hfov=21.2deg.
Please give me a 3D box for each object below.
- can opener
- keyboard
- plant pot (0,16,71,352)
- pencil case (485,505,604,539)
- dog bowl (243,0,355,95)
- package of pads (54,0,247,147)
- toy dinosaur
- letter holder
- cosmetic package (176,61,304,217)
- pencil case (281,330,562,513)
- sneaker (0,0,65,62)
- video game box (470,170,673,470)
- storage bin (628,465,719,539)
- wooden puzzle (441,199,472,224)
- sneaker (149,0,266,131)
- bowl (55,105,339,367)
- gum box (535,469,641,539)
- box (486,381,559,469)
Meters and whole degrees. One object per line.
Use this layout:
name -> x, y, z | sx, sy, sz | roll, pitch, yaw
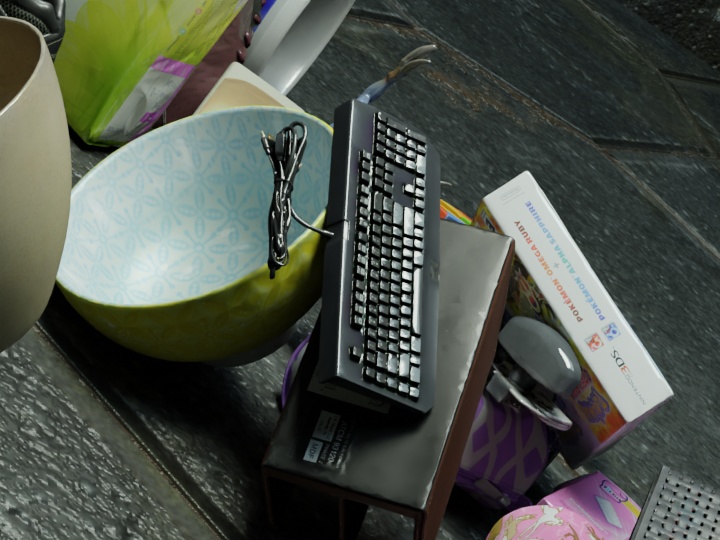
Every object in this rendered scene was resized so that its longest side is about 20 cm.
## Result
can opener -> 0.096, 0.042, 1.339 | 0.053, 0.067, 0.200 | 27, 15, -35
keyboard -> -0.005, -0.019, 1.137 | 0.126, 0.021, 0.201 | 20, 52, -24
plant pot -> -0.231, -0.024, 1.002 | 0.201, 0.199, 0.135 | -105, 175, -60
pencil case -> 0.095, 0.211, 1.160 | 0.082, 0.087, 0.200 | 30, 19, 6
dog bowl -> -0.075, -0.222, 1.647 | 0.079, 0.201, 0.200 | 36, 19, 5
package of pads -> -0.174, -0.207, 1.437 | 0.155, 0.200, 0.068 | 46, 19, 22
toy dinosaur -> -0.006, -0.074, 1.438 | 0.105, 0.199, 0.181 | 62, 9, 11
letter holder -> 0.019, 0.084, 1.198 | 0.100, 0.143, 0.201 | 15, 57, 10
cosmetic package -> -0.108, -0.071, 1.403 | 0.071, 0.105, 0.200 | 35, 21, -6
pencil case -> 0.039, 0.105, 1.318 | 0.199, 0.084, 0.086 | 25, 51, -31
sneaker -> -0.294, -0.219, 1.388 | 0.199, 0.114, 0.076 | 37, 18, 1
video game box -> 0.136, 0.042, 1.376 | 0.183, 0.047, 0.200 | 56, -12, 10
storage bin -> 0.180, 0.225, 1.130 | 0.093, 0.136, 0.200 | 22, 30, 9
wooden puzzle -> 0.041, -0.057, 1.622 | 0.200, 0.046, 0.185 | 36, 5, 25
sneaker -> -0.100, -0.171, 1.528 | 0.115, 0.200, 0.076 | 42, 0, -17
bowl -> -0.089, -0.004, 1.230 | 0.201, 0.199, 0.108 | -113, -178, -54
gum box -> 0.187, 0.229, 1.313 | 0.200, 0.066, 0.113 | 45, 22, 16
box -> 0.063, 0.050, 1.524 | 0.199, 0.048, 0.194 | 32, 23, -22
